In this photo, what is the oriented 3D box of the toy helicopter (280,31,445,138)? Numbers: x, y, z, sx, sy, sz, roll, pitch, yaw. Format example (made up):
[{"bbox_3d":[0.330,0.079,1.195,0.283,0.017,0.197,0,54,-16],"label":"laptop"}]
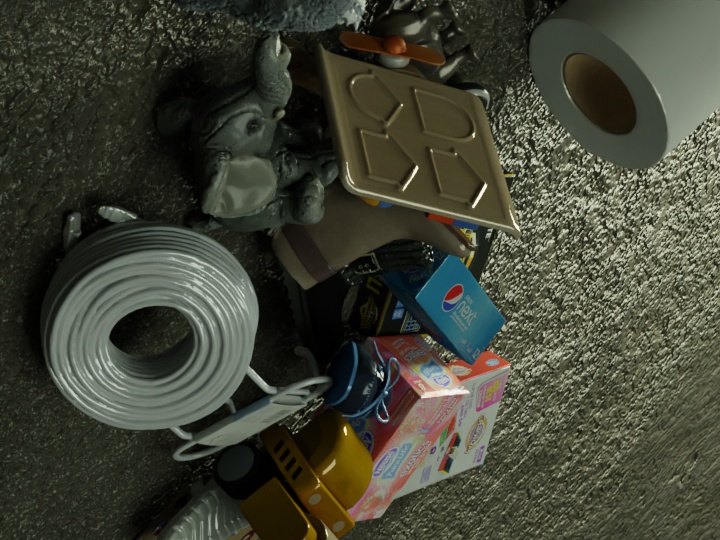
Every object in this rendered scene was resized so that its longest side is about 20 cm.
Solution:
[{"bbox_3d":[-0.008,-0.183,1.607,0.200,0.079,0.132,18,123,-39],"label":"toy helicopter"}]

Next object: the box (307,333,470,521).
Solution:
[{"bbox_3d":[0.016,0.177,1.854,0.095,0.103,0.200,-1,132,-50],"label":"box"}]

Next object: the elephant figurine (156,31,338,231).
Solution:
[{"bbox_3d":[-0.113,-0.118,1.495,0.200,0.141,0.156,37,71,-61],"label":"elephant figurine"}]

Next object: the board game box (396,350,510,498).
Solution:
[{"bbox_3d":[0.091,0.192,2.045,0.200,0.040,0.153,-13,126,-45],"label":"board game box"}]

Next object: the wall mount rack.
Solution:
[{"bbox_3d":[-0.134,0.119,1.654,0.200,0.075,0.174,-30,158,26],"label":"wall mount rack"}]

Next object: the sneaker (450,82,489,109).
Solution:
[{"bbox_3d":[0.074,-0.103,1.721,0.200,0.083,0.072,-47,148,22],"label":"sneaker"}]

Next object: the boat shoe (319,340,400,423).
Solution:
[{"bbox_3d":[0.005,0.112,1.700,0.200,0.069,0.084,-158,-88,-86],"label":"boat shoe"}]

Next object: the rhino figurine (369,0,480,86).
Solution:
[{"bbox_3d":[0.071,-0.216,1.691,0.087,0.060,0.200,-27,144,6],"label":"rhino figurine"}]

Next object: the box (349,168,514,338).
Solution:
[{"bbox_3d":[0.081,-0.021,1.867,0.159,0.049,0.200,-6,120,-46],"label":"box"}]

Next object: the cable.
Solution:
[{"bbox_3d":[-0.190,0.051,1.512,0.199,0.069,0.200,12,115,-18],"label":"cable"}]

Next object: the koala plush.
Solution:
[{"bbox_3d":[-0.034,-0.284,1.444,0.200,0.184,0.178,-13,127,-59],"label":"koala plush"}]

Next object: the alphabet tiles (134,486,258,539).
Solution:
[{"bbox_3d":[-0.190,0.322,1.839,0.166,0.006,0.200,-47,143,-16],"label":"alphabet tiles"}]

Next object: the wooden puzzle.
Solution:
[{"bbox_3d":[0.045,-0.112,1.534,0.200,0.186,0.046,17,131,-28],"label":"wooden puzzle"}]

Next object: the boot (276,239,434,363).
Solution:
[{"bbox_3d":[0.000,0.001,1.696,0.157,0.080,0.211,-12,134,-1],"label":"boot"}]

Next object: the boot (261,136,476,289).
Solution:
[{"bbox_3d":[-0.006,-0.038,1.579,0.146,0.200,0.070,-45,155,3],"label":"boot"}]

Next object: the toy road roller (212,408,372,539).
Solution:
[{"bbox_3d":[-0.046,0.234,1.718,0.146,0.200,0.123,-37,134,-2],"label":"toy road roller"}]

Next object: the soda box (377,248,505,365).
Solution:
[{"bbox_3d":[0.089,0.029,1.811,0.068,0.064,0.200,-52,149,-7],"label":"soda box"}]

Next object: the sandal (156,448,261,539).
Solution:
[{"bbox_3d":[-0.158,0.248,1.777,0.203,0.050,0.083,-34,124,-48],"label":"sandal"}]

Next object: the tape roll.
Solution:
[{"bbox_3d":[0.305,-0.232,1.843,0.139,0.203,0.203,-41,141,-21],"label":"tape roll"}]
